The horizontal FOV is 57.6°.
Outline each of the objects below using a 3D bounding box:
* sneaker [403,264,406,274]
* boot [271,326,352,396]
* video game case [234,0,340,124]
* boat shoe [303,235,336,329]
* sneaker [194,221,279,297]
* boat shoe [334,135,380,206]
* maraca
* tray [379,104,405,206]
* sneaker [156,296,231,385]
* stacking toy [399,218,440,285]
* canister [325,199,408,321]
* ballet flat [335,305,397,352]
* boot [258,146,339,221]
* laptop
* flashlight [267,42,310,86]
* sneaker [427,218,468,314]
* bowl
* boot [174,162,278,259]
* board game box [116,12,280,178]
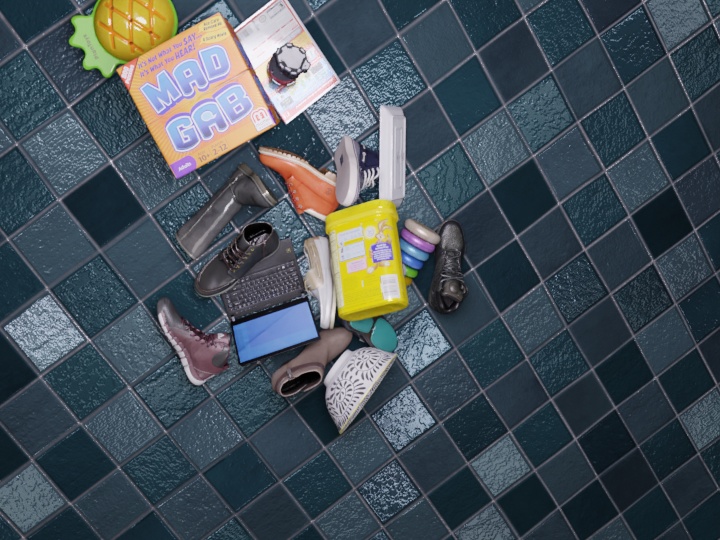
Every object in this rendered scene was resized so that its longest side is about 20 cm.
[{"bbox_3d":[0.000,0.000,1.371,0.198,0.075,0.116,-30,65,26],"label":"sneaker"},{"bbox_3d":[-0.094,0.193,1.351,0.198,0.146,0.071,-33,103,-3],"label":"boot"},{"bbox_3d":[-0.151,-0.415,1.291,0.142,0.017,0.201,-37,104,-2],"label":"video game case"},{"bbox_3d":[-0.083,0.025,1.325,0.067,0.075,0.204,1,59,-8],"label":"boat shoe"},{"bbox_3d":[-0.252,-0.029,1.290,0.199,0.106,0.075,-38,81,-9],"label":"sneaker"},{"bbox_3d":[0.003,-0.188,1.279,0.091,0.202,0.075,18,130,-19],"label":"boat shoe"},{"bbox_3d":[-0.429,-0.439,1.191,0.197,0.107,0.139,-30,105,-3],"label":"maraca"},{"bbox_3d":[0.069,-0.228,1.325,0.022,0.107,0.205,5,102,24],"label":"tray"},{"bbox_3d":[-0.326,0.128,1.333,0.113,0.076,0.203,-20,113,2],"label":"sneaker"},{"bbox_3d":[0.088,-0.003,1.385,0.084,0.085,0.203,26,100,-14],"label":"stacking toy"},{"bbox_3d":[0.012,-0.017,1.270,0.146,0.086,0.205,-14,71,20],"label":"canister"},{"bbox_3d":[0.009,0.116,1.386,0.073,0.073,0.199,-50,140,2],"label":"ballet flat"},{"bbox_3d":[-0.126,-0.174,1.316,0.197,0.075,0.109,26,100,-15],"label":"boot"},{"bbox_3d":[-0.193,0.061,1.331,0.174,0.103,0.204,-17,103,-7],"label":"laptop"},{"bbox_3d":[-0.135,-0.376,1.189,0.067,0.200,0.069,-24,103,-3],"label":"flashlight"},{"bbox_3d":[0.193,-0.004,1.384,0.074,0.114,0.204,8,97,-13],"label":"sneaker"},{"bbox_3d":[-0.016,0.229,1.371,0.094,0.201,0.202,37,93,9],"label":"bowl"},{"bbox_3d":[-0.262,-0.104,1.259,0.200,0.182,0.073,-43,123,-6],"label":"boot"},{"bbox_3d":[-0.279,-0.312,1.185,0.197,0.200,0.203,-27,105,2],"label":"board game box"}]
